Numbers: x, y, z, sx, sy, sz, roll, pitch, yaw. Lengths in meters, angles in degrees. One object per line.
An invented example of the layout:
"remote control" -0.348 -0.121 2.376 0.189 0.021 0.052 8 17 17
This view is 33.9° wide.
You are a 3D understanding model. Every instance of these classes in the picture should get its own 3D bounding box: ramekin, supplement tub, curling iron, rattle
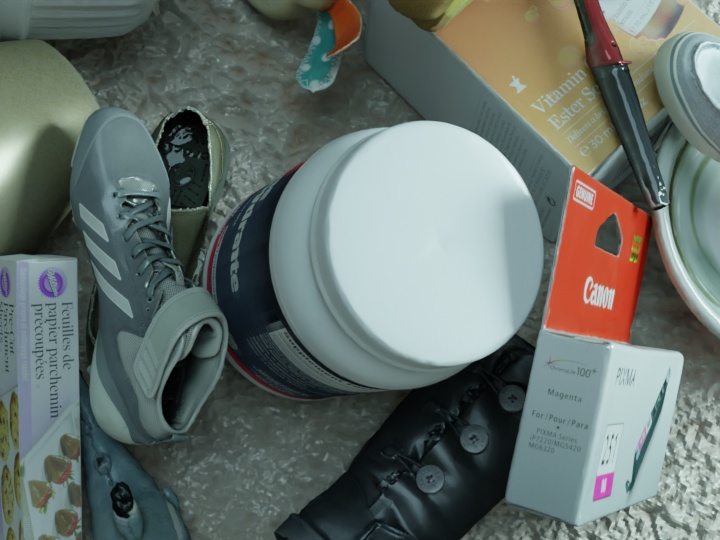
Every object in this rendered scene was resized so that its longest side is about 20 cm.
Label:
"ramekin" -0.194 -0.250 0.791 0.104 0.200 0.201 1 68 -21
"supplement tub" 0.000 0.000 0.677 0.139 0.200 0.141 4 80 -23
"curling iron" 0.163 -0.133 0.737 0.049 0.026 0.201 -7 71 -3
"rattle" -0.010 -0.220 0.840 0.142 0.130 0.200 0 43 -47

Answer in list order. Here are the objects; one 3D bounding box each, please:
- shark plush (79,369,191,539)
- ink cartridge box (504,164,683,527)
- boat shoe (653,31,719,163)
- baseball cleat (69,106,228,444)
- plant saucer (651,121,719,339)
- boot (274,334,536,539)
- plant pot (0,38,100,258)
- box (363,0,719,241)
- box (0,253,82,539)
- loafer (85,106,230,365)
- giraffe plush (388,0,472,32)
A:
"shark plush" -0.127 0.145 0.701 0.090 0.083 0.201 -12 70 -7
"ink cartridge box" 0.146 0.045 0.668 0.043 0.200 0.175 12 90 26
"boat shoe" 0.272 -0.083 0.730 0.200 0.071 0.070 38 70 -12
"baseball cleat" -0.117 -0.001 0.687 0.069 0.106 0.201 -5 89 -46
"plant saucer" 0.276 -0.031 0.791 0.199 0.050 0.202 3 77 -14
"boot" 0.073 0.147 0.726 0.165 0.066 0.200 44 69 11
"plant pot" -0.262 -0.056 0.737 0.187 0.188 0.200 44 60 13
"box" 0.123 -0.152 0.813 0.152 0.106 0.200 -41 77 -16
"box" -0.189 0.092 0.694 0.039 0.041 0.202 -3 97 -38
"loafer" -0.136 -0.022 0.771 0.075 0.070 0.201 9 69 1
"giraffe plush" 0.055 -0.265 0.693 0.200 0.173 0.162 -42 90 -23
